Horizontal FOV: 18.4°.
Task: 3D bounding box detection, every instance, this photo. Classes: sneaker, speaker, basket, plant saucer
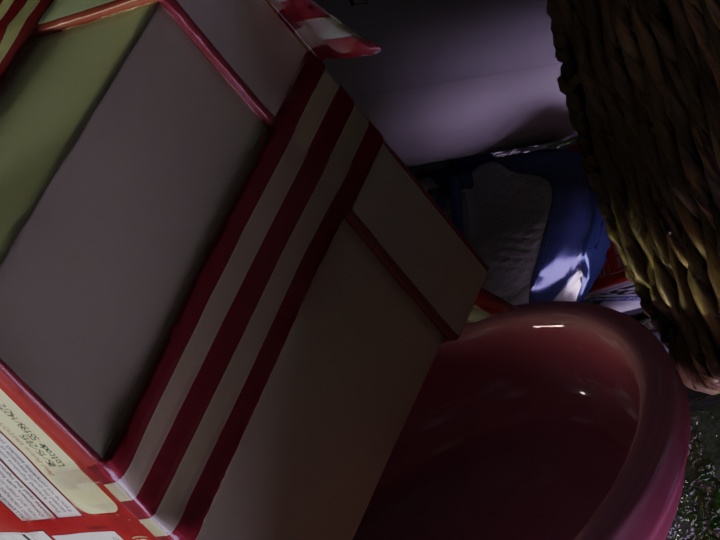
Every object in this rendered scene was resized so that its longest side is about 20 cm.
[{"bbox_3d":[0.000,0.000,0.846,0.200,0.075,0.088,-22,149,34],"label":"sneaker"},{"bbox_3d":[0.054,-0.085,0.841,0.200,0.081,0.081,-11,169,-19],"label":"speaker"},{"bbox_3d":[0.160,-0.068,0.720,0.149,0.200,0.143,-9,166,-25],"label":"basket"},{"bbox_3d":[0.021,0.092,0.713,0.200,0.051,0.201,-28,-156,14],"label":"plant saucer"}]

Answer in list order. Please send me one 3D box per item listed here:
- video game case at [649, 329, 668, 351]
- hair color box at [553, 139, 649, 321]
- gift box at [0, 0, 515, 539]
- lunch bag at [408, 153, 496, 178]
[{"bbox_3d":[0.097,0.045,1.024,0.200,0.022,0.182,-12,177,27],"label":"video game case"},{"bbox_3d":[0.105,-0.015,0.898,0.111,0.064,0.200,-4,170,-39],"label":"hair color box"},{"bbox_3d":[-0.069,0.010,0.714,0.200,0.187,0.185,-7,134,37],"label":"gift box"},{"bbox_3d":[-0.032,0.000,1.005,0.200,0.076,0.160,-11,139,-33],"label":"lunch bag"}]
